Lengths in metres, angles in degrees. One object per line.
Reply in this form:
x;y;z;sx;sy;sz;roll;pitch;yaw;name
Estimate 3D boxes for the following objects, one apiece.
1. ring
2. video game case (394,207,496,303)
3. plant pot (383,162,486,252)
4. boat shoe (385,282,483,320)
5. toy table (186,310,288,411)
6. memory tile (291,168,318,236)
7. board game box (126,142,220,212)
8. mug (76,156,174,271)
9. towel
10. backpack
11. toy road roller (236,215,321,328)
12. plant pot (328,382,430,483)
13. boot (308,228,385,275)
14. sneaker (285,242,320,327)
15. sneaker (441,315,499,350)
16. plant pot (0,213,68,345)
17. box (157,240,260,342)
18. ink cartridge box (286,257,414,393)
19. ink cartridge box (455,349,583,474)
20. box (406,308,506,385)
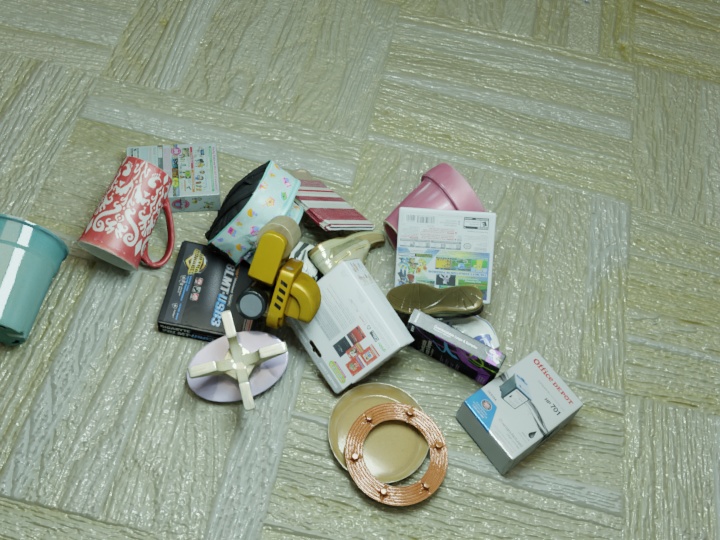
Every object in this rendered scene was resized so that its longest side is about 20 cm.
0.069;0.338;1.581;0.197;0.019;0.203;4;58;-6;ring
0.171;-0.031;1.724;0.196;0.022;0.186;4;95;5;video game case
0.154;-0.100;1.817;0.178;0.201;0.201;-33;66;-8;plant pot
0.149;0.071;1.689;0.197;0.065;0.074;3;57;21;boat shoe
-0.231;0.176;1.590;0.198;0.117;0.186;-26;81;-11;toy table
-0.160;-0.138;1.887;0.199;0.017;0.153;-34;68;-25;memory tile
-0.411;-0.203;1.864;0.197;0.065;0.149;-4;59;-9;board game box
-0.465;-0.110;1.739;0.132;0.178;0.202;14;74;28;mug
-0.078;-0.139;1.814;0.143;0.023;0.200;-3;35;-46;towel
-0.202;-0.116;1.713;0.152;0.200;0.177;33;41;-11;backpack
-0.136;0.012;1.589;0.144;0.203;0.123;19;17;2;toy road roller
0.035;0.312;1.619;0.197;0.028;0.203;4;58;-6;plant pot
0.000;0.000;1.788;0.198;0.073;0.157;-16;73;-43;boot
-0.125;0.022;1.754;0.086;0.076;0.203;3;59;-12;sneaker
0.192;0.119;1.744;0.114;0.081;0.200;-22;56;-17;sneaker
-0.681;0.025;1.609;0.197;0.201;0.199;9;63;-2;plant pot
-0.293;0.049;1.729;0.195;0.050;0.202;11;57;0;box
-0.026;0.109;1.661;0.201;0.175;0.084;56;22;9;ink cartridge box
0.309;0.273;1.651;0.199;0.086;0.147;-31;66;-23;ink cartridge box
0.182;0.155;1.672;0.198;0.143;0.036;28;70;11;box
